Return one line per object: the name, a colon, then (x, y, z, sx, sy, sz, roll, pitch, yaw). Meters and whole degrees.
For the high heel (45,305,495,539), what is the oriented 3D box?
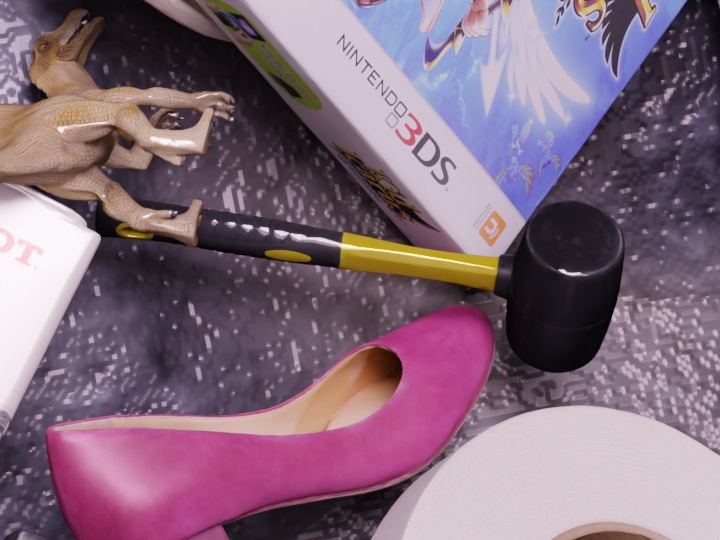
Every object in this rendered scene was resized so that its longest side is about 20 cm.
high heel: (-0.031, 0.047, 1.113, 0.200, 0.067, 0.096, -38, 113, -28)

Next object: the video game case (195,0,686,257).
video game case: (0.047, -0.129, 1.140, 0.200, 0.045, 0.181, -54, 132, -12)

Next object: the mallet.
mallet: (0.000, 0.000, 1.137, 0.200, 0.066, 0.041, 5, 51, 8)

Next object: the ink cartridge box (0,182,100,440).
ink cartridge box: (-0.205, 0.044, 1.094, 0.145, 0.084, 0.200, 28, 78, -8)

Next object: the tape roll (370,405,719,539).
tape roll: (0.089, 0.146, 1.067, 0.203, 0.037, 0.203, 14, 60, -25)

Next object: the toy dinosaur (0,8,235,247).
toy dinosaur: (-0.104, -0.043, 1.085, 0.101, 0.200, 0.058, 12, 109, 5)

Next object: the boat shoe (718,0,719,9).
boat shoe: (0.192, -0.076, 1.143, 0.074, 0.065, 0.202, -12, 71, -13)

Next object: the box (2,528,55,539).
box: (-0.067, 0.206, 1.106, 0.200, 0.049, 0.161, 23, 73, -12)

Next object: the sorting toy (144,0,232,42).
sorting toy: (-0.008, -0.158, 1.159, 0.180, 0.107, 0.200, 36, 81, -22)
